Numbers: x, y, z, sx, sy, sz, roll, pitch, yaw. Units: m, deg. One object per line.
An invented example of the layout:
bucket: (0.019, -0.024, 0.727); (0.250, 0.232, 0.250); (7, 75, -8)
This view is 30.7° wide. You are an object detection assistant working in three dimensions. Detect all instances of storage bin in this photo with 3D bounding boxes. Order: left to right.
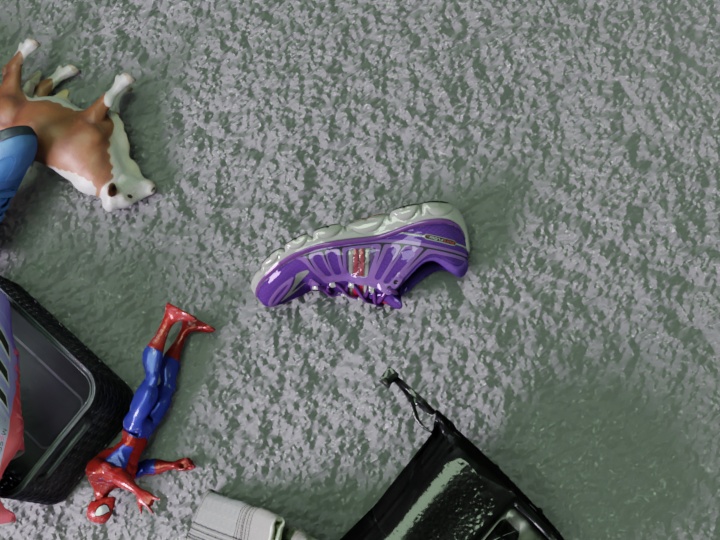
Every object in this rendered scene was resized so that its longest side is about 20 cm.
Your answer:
storage bin: (-0.322, 0.102, 1.189); (0.200, 0.094, 0.136); (39, 87, 18)

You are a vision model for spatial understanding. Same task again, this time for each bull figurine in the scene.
bull figurine: (-0.274, -0.138, 1.251); (0.198, 0.065, 0.122); (23, 79, 15)

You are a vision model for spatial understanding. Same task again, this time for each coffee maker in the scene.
coffee maker: (0.033, 0.223, 1.060); (0.200, 0.135, 0.192); (-46, 67, 0)

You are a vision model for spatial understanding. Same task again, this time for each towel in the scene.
towel: (-0.115, 0.284, 1.064); (0.199, 0.034, 0.194); (3, 72, 59)

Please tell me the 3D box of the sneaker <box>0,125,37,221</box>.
sneaker: (-0.355, -0.051, 1.225); (0.200, 0.066, 0.079); (-42, 70, 25)

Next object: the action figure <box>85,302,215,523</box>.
action figure: (-0.174, 0.141, 1.158); (0.098, 0.065, 0.201); (25, 83, 26)

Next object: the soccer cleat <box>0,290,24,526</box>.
soccer cleat: (-0.313, 0.117, 1.110); (0.076, 0.067, 0.202); (12, 72, -16)

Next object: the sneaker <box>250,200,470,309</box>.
sneaker: (0.000, 0.000, 1.149); (0.198, 0.081, 0.084); (-16, 79, 8)
